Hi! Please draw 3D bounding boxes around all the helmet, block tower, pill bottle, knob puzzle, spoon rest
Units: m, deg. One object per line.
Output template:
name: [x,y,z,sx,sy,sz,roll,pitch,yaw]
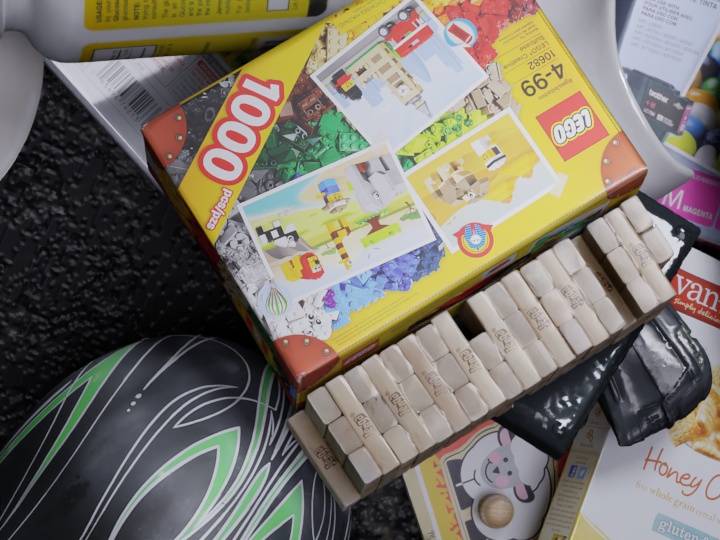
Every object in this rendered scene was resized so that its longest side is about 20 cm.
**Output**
helmet: [-0.098,0.129,1.259,0.191,0.200,0.200,-44,104,12]
block tower: [0.063,0.040,1.203,0.200,0.058,0.054,-32,80,-10]
pill bottle: [-0.109,-0.162,1.230,0.199,0.112,0.113,-5,97,-15]
knob puzzle: [0.113,0.069,1.374,0.219,0.030,0.220,-1,95,-13]
spoon rest: [0.110,-0.126,1.316,0.099,0.061,0.200,-32,84,8]

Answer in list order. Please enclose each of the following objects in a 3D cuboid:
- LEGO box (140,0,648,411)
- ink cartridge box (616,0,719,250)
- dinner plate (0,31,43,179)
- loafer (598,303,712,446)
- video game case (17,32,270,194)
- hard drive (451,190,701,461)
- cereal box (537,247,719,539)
LEGO box: [0.014,-0.049,1.214,0.200,0.077,0.149,-31,79,-9]
ink cartridge box: [0.194,-0.119,1.370,0.119,0.042,0.200,18,90,-15]
dinner plate: [-0.262,-0.108,1.260,0.200,0.024,0.201,-1,101,-7]
loafer: [0.106,0.003,1.314,0.070,0.068,0.201,-35,72,-6]
video game case: [-0.103,-0.173,1.303,0.182,0.023,0.200,-43,102,-6]
hard drive: [0.055,-0.014,1.264,0.200,0.033,0.140,32,76,6]
cereal box: [0.189,0.101,1.366,0.144,0.040,0.200,24,81,-24]
